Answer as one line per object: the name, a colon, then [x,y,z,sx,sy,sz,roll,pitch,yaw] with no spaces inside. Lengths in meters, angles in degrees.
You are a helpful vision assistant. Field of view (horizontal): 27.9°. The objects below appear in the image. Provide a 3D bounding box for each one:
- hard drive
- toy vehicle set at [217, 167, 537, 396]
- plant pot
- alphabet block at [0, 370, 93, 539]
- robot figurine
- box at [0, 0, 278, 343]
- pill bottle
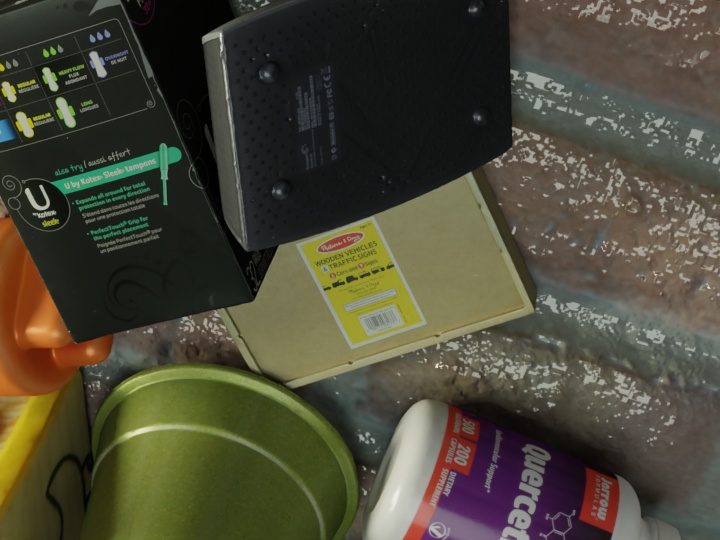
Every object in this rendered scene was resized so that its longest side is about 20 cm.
hard drive: [0.002,-0.101,0.806,0.042,0.199,0.136,24,128,46]
toy vehicle set: [0.000,0.000,0.942,0.199,0.027,0.125,-18,115,18]
plant pot: [-0.116,0.199,0.964,0.199,0.190,0.201,7,129,9]
alphabet block: [-0.301,0.192,1.006,0.195,0.196,0.201,2,121,6]
robot figurine: [-0.253,0.023,0.935,0.199,0.144,0.117,-3,108,25]
box: [-0.134,-0.088,0.843,0.124,0.149,0.201,-14,116,18]
pill bottle: [0.108,0.171,0.972,0.199,0.113,0.113,22,120,-4]
